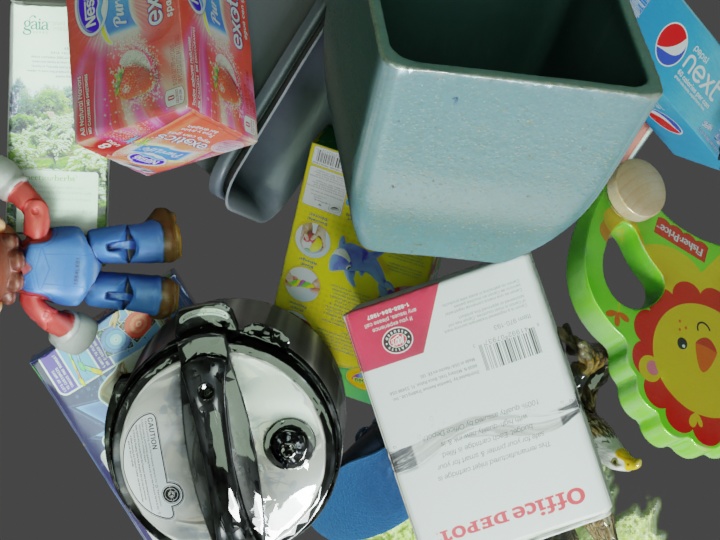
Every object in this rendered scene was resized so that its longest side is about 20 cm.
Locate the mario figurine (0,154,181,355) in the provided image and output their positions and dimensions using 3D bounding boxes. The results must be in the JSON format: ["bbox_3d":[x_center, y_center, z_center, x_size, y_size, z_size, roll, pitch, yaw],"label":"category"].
[{"bbox_3d":[-0.237,-0.012,1.652,0.199,0.106,0.124,3,64,-16],"label":"mario figurine"}]

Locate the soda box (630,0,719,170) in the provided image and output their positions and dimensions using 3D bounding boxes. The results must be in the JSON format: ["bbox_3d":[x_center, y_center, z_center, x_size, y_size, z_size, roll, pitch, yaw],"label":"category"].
[{"bbox_3d":[0.231,-0.159,1.703,0.064,0.068,0.200,-54,130,-8],"label":"soda box"}]

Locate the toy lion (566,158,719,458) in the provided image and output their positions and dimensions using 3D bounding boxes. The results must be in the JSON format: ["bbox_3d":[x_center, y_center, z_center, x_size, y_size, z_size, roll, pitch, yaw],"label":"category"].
[{"bbox_3d":[0.242,0.041,1.728,0.199,0.069,0.192,31,59,-17],"label":"toy lion"}]

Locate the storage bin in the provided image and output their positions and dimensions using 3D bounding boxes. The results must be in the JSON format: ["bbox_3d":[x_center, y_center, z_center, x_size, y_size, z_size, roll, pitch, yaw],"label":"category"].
[{"bbox_3d":[-0.081,-0.159,1.696,0.134,0.145,0.201,34,94,18],"label":"storage bin"}]

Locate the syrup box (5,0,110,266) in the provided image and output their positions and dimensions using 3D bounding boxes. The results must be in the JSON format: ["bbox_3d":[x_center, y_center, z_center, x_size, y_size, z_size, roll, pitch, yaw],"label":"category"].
[{"bbox_3d":[-0.229,-0.107,1.704,0.078,0.081,0.201,2,97,-6],"label":"syrup box"}]

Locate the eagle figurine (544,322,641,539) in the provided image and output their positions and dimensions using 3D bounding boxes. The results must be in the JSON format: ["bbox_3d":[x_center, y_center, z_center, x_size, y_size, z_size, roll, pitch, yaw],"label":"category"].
[{"bbox_3d":[0.166,0.150,1.745,0.151,0.151,0.201,12,98,-5],"label":"eagle figurine"}]

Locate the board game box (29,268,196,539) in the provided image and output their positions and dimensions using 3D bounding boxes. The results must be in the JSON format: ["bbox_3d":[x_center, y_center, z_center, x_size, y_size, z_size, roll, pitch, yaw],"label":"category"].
[{"bbox_3d":[-0.151,0.119,1.765,0.135,0.034,0.201,-31,100,0],"label":"board game box"}]

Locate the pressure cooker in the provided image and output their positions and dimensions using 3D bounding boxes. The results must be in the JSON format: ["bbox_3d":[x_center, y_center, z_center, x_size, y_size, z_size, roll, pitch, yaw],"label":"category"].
[{"bbox_3d":[-0.096,0.116,1.646,0.176,0.200,0.179,37,99,-7],"label":"pressure cooker"}]

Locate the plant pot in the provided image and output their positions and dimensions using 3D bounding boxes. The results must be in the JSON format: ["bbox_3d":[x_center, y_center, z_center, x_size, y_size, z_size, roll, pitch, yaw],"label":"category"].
[{"bbox_3d":[0.069,-0.118,1.562,0.195,0.196,0.201,5,133,-16],"label":"plant pot"}]

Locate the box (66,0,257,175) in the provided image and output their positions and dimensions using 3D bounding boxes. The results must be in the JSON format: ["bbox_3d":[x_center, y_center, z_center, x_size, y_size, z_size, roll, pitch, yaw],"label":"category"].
[{"bbox_3d":[-0.147,-0.183,1.608,0.102,0.095,0.201,-14,71,27],"label":"box"}]

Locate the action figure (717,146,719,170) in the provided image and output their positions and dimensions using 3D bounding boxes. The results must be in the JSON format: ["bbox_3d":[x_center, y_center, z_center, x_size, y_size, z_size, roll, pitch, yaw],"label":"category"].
[{"bbox_3d":[0.345,-0.084,1.714,0.102,0.200,0.119,32,80,35],"label":"action figure"}]

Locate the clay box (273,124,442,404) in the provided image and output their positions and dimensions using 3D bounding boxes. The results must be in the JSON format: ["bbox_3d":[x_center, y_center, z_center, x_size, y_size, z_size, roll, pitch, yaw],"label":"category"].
[{"bbox_3d":[0.000,0.000,1.724,0.114,0.048,0.201,19,118,9],"label":"clay box"}]

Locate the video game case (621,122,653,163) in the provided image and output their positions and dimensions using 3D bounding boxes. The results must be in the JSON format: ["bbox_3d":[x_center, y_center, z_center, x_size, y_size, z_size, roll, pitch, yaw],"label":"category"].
[{"bbox_3d":[0.149,-0.165,1.768,0.200,0.017,0.143,34,93,-10],"label":"video game case"}]

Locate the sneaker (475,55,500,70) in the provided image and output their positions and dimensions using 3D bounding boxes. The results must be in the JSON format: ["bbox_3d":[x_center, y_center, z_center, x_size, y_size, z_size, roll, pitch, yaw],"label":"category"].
[{"bbox_3d":[0.050,-0.227,1.680,0.079,0.095,0.201,-25,73,19],"label":"sneaker"}]

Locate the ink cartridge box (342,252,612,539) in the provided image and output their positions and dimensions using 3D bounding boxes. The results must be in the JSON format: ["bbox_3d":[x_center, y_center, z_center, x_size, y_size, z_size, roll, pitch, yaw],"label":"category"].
[{"bbox_3d":[0.088,0.102,1.648,0.144,0.083,0.201,-18,91,6],"label":"ink cartridge box"}]

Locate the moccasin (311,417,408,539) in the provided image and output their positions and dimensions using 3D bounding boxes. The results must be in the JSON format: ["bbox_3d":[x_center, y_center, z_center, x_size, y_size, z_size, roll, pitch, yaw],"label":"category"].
[{"bbox_3d":[0.040,0.143,1.763,0.200,0.068,0.080,-38,106,26],"label":"moccasin"}]
